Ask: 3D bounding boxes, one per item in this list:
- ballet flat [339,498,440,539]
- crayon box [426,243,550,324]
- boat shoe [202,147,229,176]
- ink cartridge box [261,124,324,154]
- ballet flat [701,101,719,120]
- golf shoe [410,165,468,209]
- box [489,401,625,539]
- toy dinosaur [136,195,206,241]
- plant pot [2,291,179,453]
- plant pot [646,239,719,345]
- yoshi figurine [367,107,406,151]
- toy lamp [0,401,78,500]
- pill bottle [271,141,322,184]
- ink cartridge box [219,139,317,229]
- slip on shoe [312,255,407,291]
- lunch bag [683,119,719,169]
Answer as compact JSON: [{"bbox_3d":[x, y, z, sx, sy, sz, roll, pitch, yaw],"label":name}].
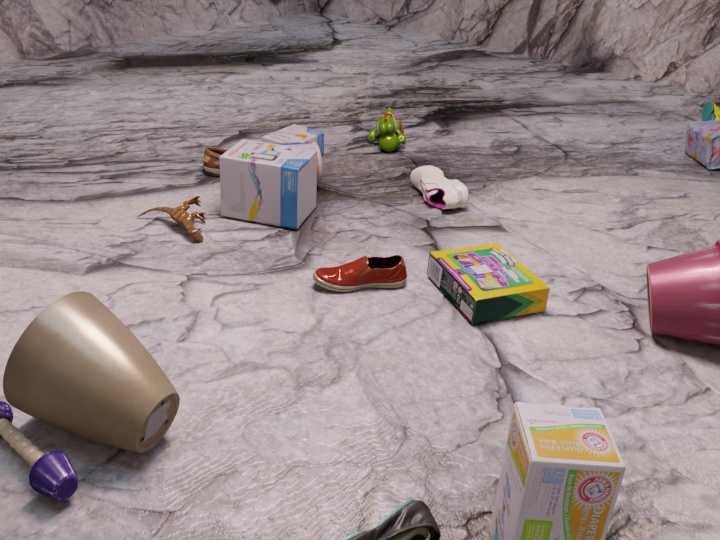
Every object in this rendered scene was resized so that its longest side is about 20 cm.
[{"bbox_3d":[0.021,0.335,0.883,0.197,0.069,0.068,-20,44,-36],"label":"ballet flat"},{"bbox_3d":[0.252,0.022,1.497,0.168,0.060,0.201,-6,30,-21],"label":"crayon box"},{"bbox_3d":[-0.322,-0.291,1.977,0.194,0.076,0.076,1,28,-6],"label":"boat shoe"},{"bbox_3d":[-0.201,-0.345,2.101,0.113,0.070,0.199,18,32,25],"label":"ink cartridge box"},{"bbox_3d":[1.275,-0.546,2.691,0.066,0.068,0.201,28,34,1],"label":"ballet flat"},{"bbox_3d":[0.185,-0.212,1.906,0.090,0.077,0.198,-21,36,-33],"label":"golf shoe"},{"bbox_3d":[0.226,0.270,0.882,0.109,0.205,0.102,3,27,-2],"label":"box"},{"bbox_3d":[-0.408,-0.128,1.683,0.197,0.062,0.105,26,37,35],"label":"toy dinosaur"},{"bbox_3d":[-0.360,0.163,1.054,0.197,0.191,0.187,29,34,15],"label":"plant pot"},{"bbox_3d":[0.624,0.047,1.379,0.174,0.205,0.201,-3,24,20],"label":"plant pot"},{"bbox_3d":[0.084,-0.411,2.266,0.112,0.112,0.200,46,14,-5],"label":"yoshi figurine"},{"bbox_3d":[-0.445,0.242,1.000,0.197,0.060,0.058,23,33,33],"label":"toy lamp"},{"bbox_3d":[-0.203,-0.268,1.912,0.194,0.115,0.112,-7,29,-18],"label":"pill bottle"},{"bbox_3d":[-0.215,-0.206,1.758,0.194,0.150,0.147,10,28,11],"label":"ink cartridge box"},{"bbox_3d":[0.000,0.000,1.501,0.194,0.063,0.075,-3,30,-10],"label":"slip on shoe"},{"bbox_3d":[1.133,-0.391,2.309,0.194,0.130,0.171,-8,26,-2],"label":"lunch bag"}]
